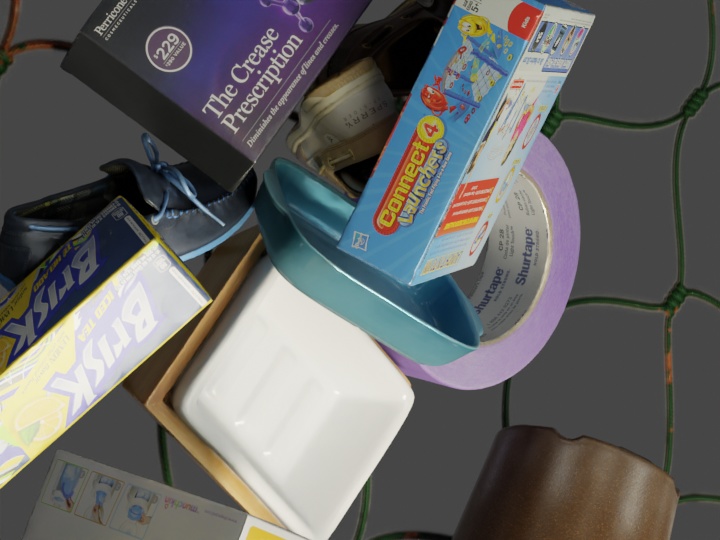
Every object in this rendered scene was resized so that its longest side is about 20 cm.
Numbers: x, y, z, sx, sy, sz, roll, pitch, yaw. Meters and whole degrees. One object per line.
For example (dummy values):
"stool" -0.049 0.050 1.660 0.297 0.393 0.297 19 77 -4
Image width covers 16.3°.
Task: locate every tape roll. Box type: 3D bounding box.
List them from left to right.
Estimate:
"tape roll" 0.073 -0.016 1.857 0.200 0.066 0.200 -12 107 -43

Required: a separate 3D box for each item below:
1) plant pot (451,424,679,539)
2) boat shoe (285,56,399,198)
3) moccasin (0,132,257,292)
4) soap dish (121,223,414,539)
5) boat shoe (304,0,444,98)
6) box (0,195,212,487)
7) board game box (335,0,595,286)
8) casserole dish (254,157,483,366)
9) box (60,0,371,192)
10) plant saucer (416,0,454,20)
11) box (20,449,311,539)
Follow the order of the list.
"plant pot" 0.145 0.236 1.921 0.200 0.200 0.198 38 64 -43
"boat shoe" -0.004 -0.083 1.693 0.074 0.200 0.069 -31 83 -5
"moccasin" -0.145 -0.039 1.633 0.200 0.080 0.068 -29 130 -38
"soap dish" -0.064 0.083 1.743 0.157 0.081 0.200 -57 132 -20
"boat shoe" 0.047 -0.158 1.807 0.200 0.068 0.072 -22 114 -40
"box" -0.194 0.051 1.568 0.200 0.064 0.070 -42 129 -2
"board game box" 0.073 -0.095 1.649 0.196 0.056 0.200 -64 169 9
"casserole dish" 0.000 0.000 1.691 0.200 0.121 0.039 33 111 -32
"box" -0.078 -0.176 1.630 0.141 0.079 0.200 35 70 -4
"plant saucer" 0.033 -0.253 1.702 0.032 0.200 0.200 -23 119 -7
"box" -0.118 0.197 1.630 0.112 0.200 0.101 28 79 -44
